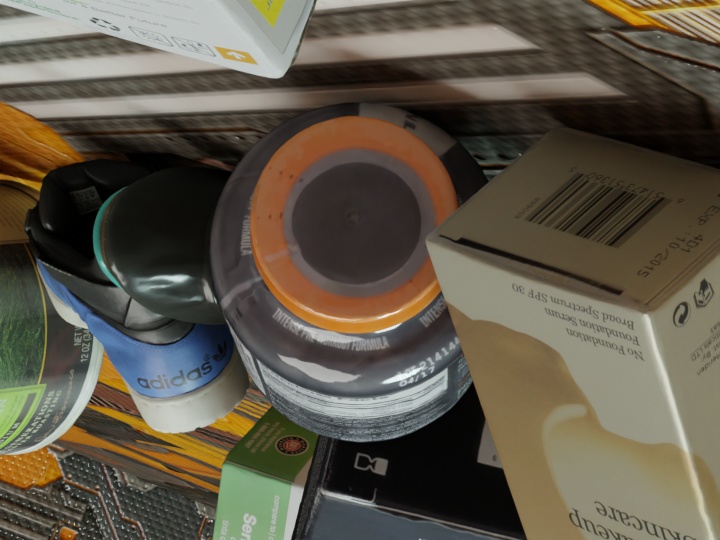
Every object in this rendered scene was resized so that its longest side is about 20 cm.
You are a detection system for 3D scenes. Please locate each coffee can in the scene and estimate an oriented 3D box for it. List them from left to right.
[{"bbox_3d":[-0.245,0.029,1.364,0.146,0.147,0.200,13,-169,34],"label":"coffee can"}]

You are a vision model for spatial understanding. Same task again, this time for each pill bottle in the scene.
[{"bbox_3d":[0.000,0.000,1.010,0.106,0.107,0.200,19,170,4],"label":"pill bottle"}]

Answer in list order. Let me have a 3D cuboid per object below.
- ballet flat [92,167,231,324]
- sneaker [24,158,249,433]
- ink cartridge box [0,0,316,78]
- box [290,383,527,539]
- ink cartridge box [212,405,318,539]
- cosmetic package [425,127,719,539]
[{"bbox_3d":[-0.033,-0.005,1.204,0.068,0.068,0.200,2,173,32],"label":"ballet flat"},{"bbox_3d":[-0.116,-0.016,1.283,0.200,0.077,0.111,-126,14,-57],"label":"sneaker"},{"bbox_3d":[-0.129,-0.124,0.768,0.197,0.047,0.200,18,169,18],"label":"ink cartridge box"},{"bbox_3d":[0.075,0.102,1.208,0.196,0.118,0.200,14,154,-2],"label":"box"},{"bbox_3d":[0.032,0.143,1.623,0.199,0.084,0.145,17,-152,15],"label":"ink cartridge box"},{"bbox_3d":[0.103,0.060,0.923,0.105,0.071,0.200,18,138,46],"label":"cosmetic package"}]
